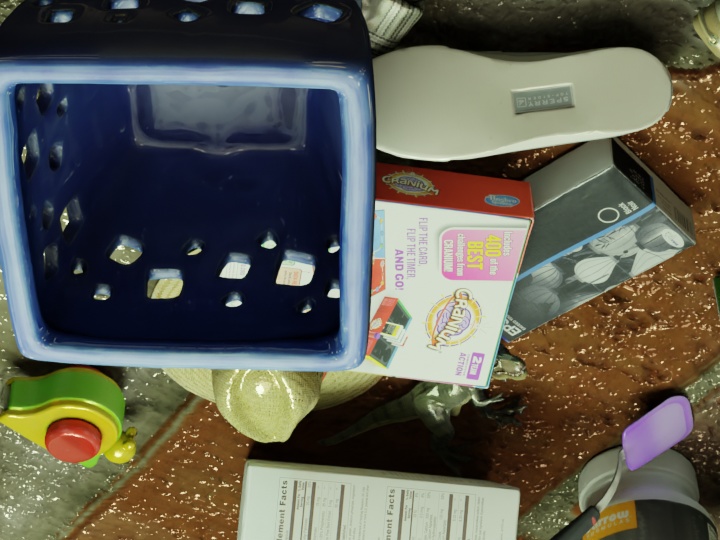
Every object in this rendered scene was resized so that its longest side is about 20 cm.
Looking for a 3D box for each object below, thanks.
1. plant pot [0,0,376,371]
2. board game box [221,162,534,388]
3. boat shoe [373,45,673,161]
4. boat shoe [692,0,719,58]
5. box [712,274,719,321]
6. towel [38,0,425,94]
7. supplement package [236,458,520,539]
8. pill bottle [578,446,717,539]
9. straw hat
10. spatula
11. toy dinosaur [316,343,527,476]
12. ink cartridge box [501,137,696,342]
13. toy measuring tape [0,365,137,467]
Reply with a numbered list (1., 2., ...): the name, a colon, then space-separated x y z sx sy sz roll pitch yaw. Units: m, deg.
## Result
1. plant pot: -0.087 -0.075 0.980 0.200 0.180 0.200 2 127 3
2. board game box: 0.000 0.000 1.160 0.200 0.040 0.153 8 130 -5
3. boat shoe: 0.088 -0.105 1.088 0.200 0.072 0.069 -9 176 2
4. boat shoe: 0.278 -0.098 1.087 0.063 0.073 0.201 -21 131 32
5. box: 0.365 0.072 1.236 0.200 0.097 0.177 -13 126 15
6. towel: -0.092 -0.142 1.073 0.200 0.035 0.193 26 132 -24
7. supplement package: 0.005 0.227 1.344 0.200 0.151 0.152 6 175 -4
8. pill bottle: 0.220 0.240 1.356 0.116 0.200 0.116 0 138 0
9. straw hat: -0.067 0.073 1.267 0.201 0.085 0.201 0 137 0
10. spatula: 0.180 0.166 1.322 0.021 0.200 0.057 28 150 36
11. toy dinosaur: 0.067 0.106 1.335 0.088 0.047 0.200 36 132 -27
12. ink cartridge box: 0.117 -0.011 1.207 0.200 0.039 0.099 -30 129 31
13. toy measuring tape: -0.235 0.086 1.301 0.074 0.074 0.200 -30 129 30
